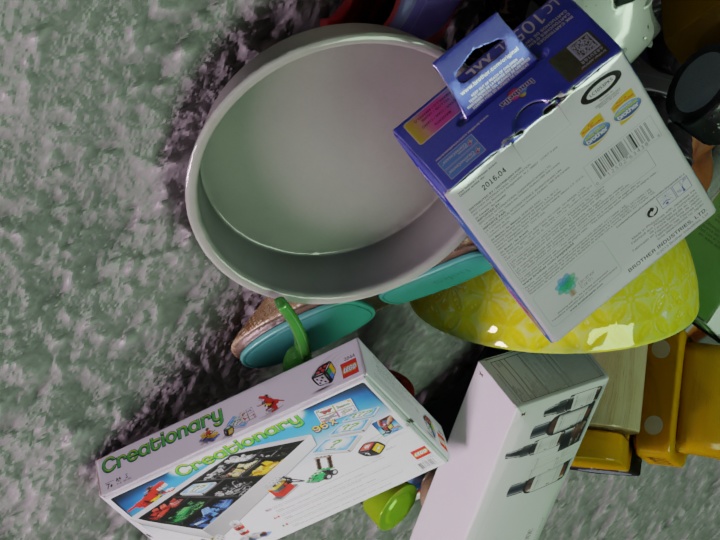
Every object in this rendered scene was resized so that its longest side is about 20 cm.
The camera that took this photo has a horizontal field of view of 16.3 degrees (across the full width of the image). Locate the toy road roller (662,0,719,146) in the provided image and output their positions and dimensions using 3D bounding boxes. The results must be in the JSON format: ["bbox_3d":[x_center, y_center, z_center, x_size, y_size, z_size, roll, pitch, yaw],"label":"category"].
[{"bbox_3d":[0.280,-0.150,1.578,0.123,0.200,0.146,32,127,-29],"label":"toy road roller"}]

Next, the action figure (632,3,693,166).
[{"bbox_3d":[0.217,-0.174,1.726,0.130,0.069,0.200,70,36,-62],"label":"action figure"}]

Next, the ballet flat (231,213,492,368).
[{"bbox_3d":[0.000,0.000,1.660,0.200,0.065,0.070,-23,157,14],"label":"ballet flat"}]

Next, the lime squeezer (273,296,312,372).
[{"bbox_3d":[-0.055,0.071,1.653,0.070,0.038,0.200,6,142,-19],"label":"lime squeezer"}]

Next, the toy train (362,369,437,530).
[{"bbox_3d":[-0.011,0.138,1.756,0.200,0.116,0.085,-4,126,-50],"label":"toy train"}]

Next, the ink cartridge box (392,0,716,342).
[{"bbox_3d":[0.113,-0.069,1.512,0.136,0.076,0.200,-39,137,0],"label":"ink cartridge box"}]

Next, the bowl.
[{"bbox_3d":[0.133,-0.027,1.717,0.200,0.200,0.108,-18,116,-41],"label":"bowl"}]

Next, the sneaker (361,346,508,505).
[{"bbox_3d":[0.083,0.131,1.914,0.201,0.067,0.108,-43,146,-16],"label":"sneaker"}]

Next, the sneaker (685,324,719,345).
[{"bbox_3d":[0.241,0.090,2.066,0.200,0.078,0.077,-22,148,-36],"label":"sneaker"}]

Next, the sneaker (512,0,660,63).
[{"bbox_3d":[0.148,-0.179,1.553,0.088,0.074,0.200,4,119,-24],"label":"sneaker"}]

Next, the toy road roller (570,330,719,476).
[{"bbox_3d":[0.225,0.091,1.897,0.200,0.146,0.123,35,60,-73],"label":"toy road roller"}]

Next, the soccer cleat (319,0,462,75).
[{"bbox_3d":[0.051,-0.205,1.526,0.076,0.067,0.200,17,112,-51],"label":"soccer cleat"}]

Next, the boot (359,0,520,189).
[{"bbox_3d":[0.080,-0.137,1.626,0.200,0.073,0.151,-10,126,-35],"label":"boot"}]

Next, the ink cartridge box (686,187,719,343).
[{"bbox_3d":[0.309,-0.044,1.917,0.200,0.059,0.104,-52,160,1],"label":"ink cartridge box"}]

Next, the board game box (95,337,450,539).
[{"bbox_3d":[-0.057,0.126,1.659,0.200,0.035,0.126,-25,140,14],"label":"board game box"}]

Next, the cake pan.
[{"bbox_3d":[-0.012,-0.068,1.542,0.200,0.037,0.201,-9,129,-11],"label":"cake pan"}]

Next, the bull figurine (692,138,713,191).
[{"bbox_3d":[0.233,-0.067,1.898,0.121,0.065,0.200,-29,149,-42],"label":"bull figurine"}]

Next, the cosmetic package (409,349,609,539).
[{"bbox_3d":[0.098,0.136,1.718,0.082,0.051,0.200,-15,141,-31],"label":"cosmetic package"}]
